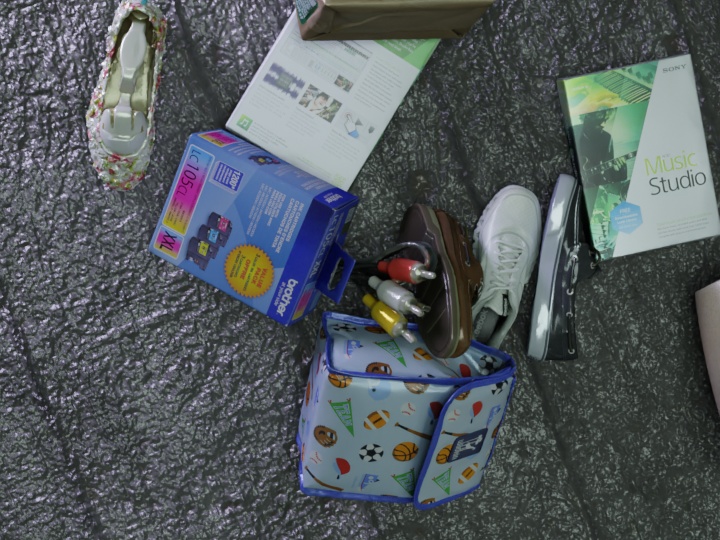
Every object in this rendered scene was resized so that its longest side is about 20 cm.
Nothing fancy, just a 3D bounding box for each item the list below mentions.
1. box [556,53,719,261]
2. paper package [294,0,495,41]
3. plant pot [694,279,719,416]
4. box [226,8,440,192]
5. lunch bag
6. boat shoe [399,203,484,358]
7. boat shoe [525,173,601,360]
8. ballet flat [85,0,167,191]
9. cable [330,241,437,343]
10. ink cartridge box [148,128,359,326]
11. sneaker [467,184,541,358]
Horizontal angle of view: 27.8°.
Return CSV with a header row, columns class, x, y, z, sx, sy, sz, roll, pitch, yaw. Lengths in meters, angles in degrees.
class,x,y,z,sx,sy,sz,roll,pitch,yaw
box,0.298,-0.121,1.556,0.144,0.036,0.200,-13,95,-6
paper package,0.026,-0.337,1.440,0.190,0.103,0.200,-4,80,-15
plant pot,0.441,0.090,1.532,0.187,0.187,0.200,-25,83,-4
box,-0.027,-0.196,1.505,0.144,0.036,0.200,32,91,-8
lunch bag,0.046,0.148,1.481,0.200,0.124,0.170,8,123,-10
boat shoe,0.094,0.009,1.471,0.068,0.200,0.072,14,133,-23
boat shoe,0.220,0.001,1.534,0.066,0.070,0.200,9,96,4
ballet flat,-0.238,-0.180,1.473,0.076,0.064,0.200,5,94,-8
cable,0.000,0.000,1.460,0.200,0.050,0.097,21,93,36
ink cartridge box,-0.093,-0.038,1.446,0.200,0.076,0.137,27,110,12
sneaker,0.147,0.009,1.527,0.075,0.081,0.200,16,91,-6
